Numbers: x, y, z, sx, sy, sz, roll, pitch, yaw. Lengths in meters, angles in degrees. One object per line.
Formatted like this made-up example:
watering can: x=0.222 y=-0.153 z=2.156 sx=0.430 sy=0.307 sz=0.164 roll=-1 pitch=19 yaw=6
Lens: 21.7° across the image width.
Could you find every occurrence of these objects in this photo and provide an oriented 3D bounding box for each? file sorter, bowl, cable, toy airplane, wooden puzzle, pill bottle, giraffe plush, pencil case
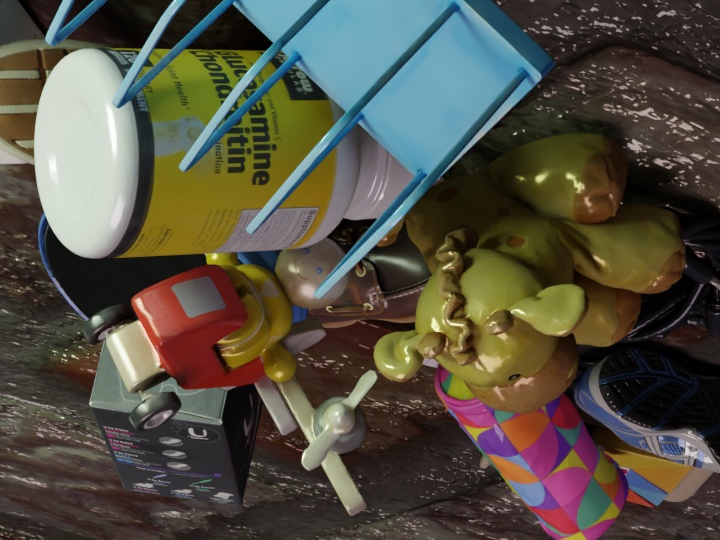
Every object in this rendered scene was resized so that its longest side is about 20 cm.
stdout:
file sorter: x=-0.037 y=-0.106 z=0.920 sx=0.200 sy=0.123 sz=0.139 roll=44 pitch=149 yaw=-2
bowl: x=-0.133 y=0.000 z=1.299 sx=0.200 sy=0.039 sz=0.201 roll=18 pitch=142 yaw=14
cable: x=0.160 y=0.002 z=1.268 sx=0.199 sy=0.051 sz=0.163 roll=8 pitch=155 yaw=4
toy airplane: x=-0.060 y=0.031 z=1.142 sx=0.141 sy=0.200 sz=0.200 roll=-36 pitch=118 yaw=15
wooden puzzle: x=0.209 y=0.158 z=1.594 sx=0.199 sy=0.037 sz=0.185 roll=9 pitch=158 yaw=-1
pill bottle: x=-0.071 y=-0.066 z=1.043 sx=0.199 sy=0.113 sz=0.112 roll=-4 pitch=165 yaw=-34
giraffe plush: x=0.091 y=0.012 z=1.126 sx=0.199 sy=0.163 sz=0.173 roll=32 pitch=124 yaw=-16
pencil case: x=0.136 y=0.129 z=1.468 sx=0.088 sy=0.089 sz=0.200 roll=-9 pitch=136 yaw=34

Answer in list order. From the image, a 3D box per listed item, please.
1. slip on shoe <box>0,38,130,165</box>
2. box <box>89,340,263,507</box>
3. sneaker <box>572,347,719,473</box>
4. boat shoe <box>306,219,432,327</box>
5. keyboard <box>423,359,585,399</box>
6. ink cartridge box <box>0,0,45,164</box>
slip on shoe: x=-0.141 y=-0.097 z=1.096 sx=0.199 sy=0.077 sz=0.060 roll=-4 pitch=-168 yaw=-34
box: x=-0.138 y=0.094 z=1.479 sx=0.105 sy=0.123 sz=0.200 roll=7 pitch=156 yaw=5
sneaker: x=0.255 y=0.113 z=1.463 sx=0.199 sy=0.076 sz=0.077 roll=27 pitch=161 yaw=-19
boat shoe: x=0.000 y=0.000 z=1.291 sx=0.070 sy=0.071 sz=0.199 roll=23 pitch=152 yaw=-37
keyboard: x=0.132 y=0.084 z=1.501 sx=0.199 sy=0.011 sz=0.056 roll=14 pitch=155 yaw=-9
ink cartridge box: x=-0.282 y=-0.141 z=1.067 sx=0.145 sy=0.085 sz=0.200 roll=0 pitch=154 yaw=17
